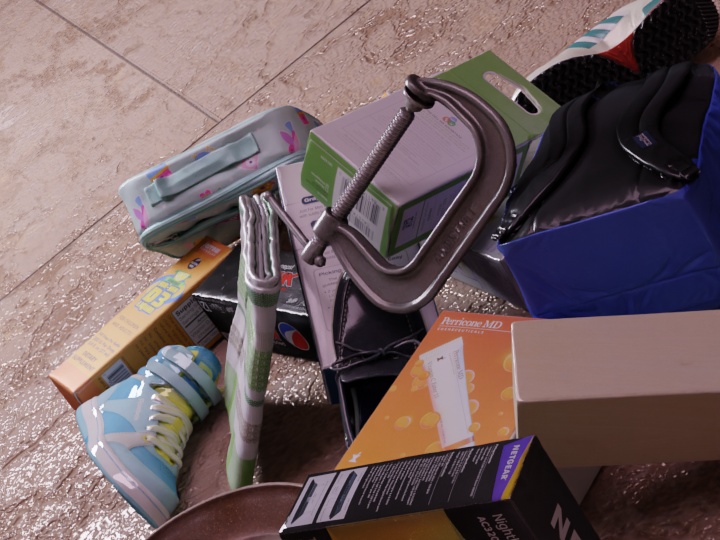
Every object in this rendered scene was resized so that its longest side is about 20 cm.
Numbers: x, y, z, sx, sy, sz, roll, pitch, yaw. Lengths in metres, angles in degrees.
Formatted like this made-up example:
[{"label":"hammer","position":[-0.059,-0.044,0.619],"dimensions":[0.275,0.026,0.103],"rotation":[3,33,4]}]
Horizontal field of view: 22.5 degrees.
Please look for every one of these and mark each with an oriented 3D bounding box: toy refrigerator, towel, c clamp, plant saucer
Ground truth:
[{"label":"toy refrigerator","position":[0.195,0.070,1.120],"dimensions":[0.199,0.076,0.070],"rotation":[-4,51,4]},{"label":"towel","position":[-0.091,0.057,1.431],"dimensions":[0.031,0.201,0.149],"rotation":[6,30,-7]},{"label":"c clamp","position":[0.022,-0.063,1.315],"dimensions":[0.200,0.027,0.171],"rotation":[-50,60,26]},{"label":"plant saucer","position":[-0.093,0.232,1.301],"dimensions":[0.200,0.037,0.201],"rotation":[-18,28,10]}]

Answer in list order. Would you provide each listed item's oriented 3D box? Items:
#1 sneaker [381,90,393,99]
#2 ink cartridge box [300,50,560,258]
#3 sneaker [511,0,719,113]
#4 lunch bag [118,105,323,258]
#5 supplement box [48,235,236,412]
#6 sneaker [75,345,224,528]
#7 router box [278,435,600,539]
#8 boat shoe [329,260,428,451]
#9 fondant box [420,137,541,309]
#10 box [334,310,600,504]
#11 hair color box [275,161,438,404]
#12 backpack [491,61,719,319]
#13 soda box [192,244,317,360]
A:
[{"label":"sneaker","position":[0.029,-0.107,1.600],"dimensions":[0.077,0.078,0.200],"rotation":[-52,-11,4]},{"label":"ink cartridge box","position":[0.062,-0.095,1.430],"dimensions":[0.200,0.059,0.104],"rotation":[-28,56,-34]},{"label":"sneaker","position":[0.222,-0.184,1.597],"dimensions":[0.199,0.070,0.093],"rotation":[-33,11,9]},{"label":"lunch bag","position":[-0.124,-0.079,1.710],"dimensions":[0.199,0.077,0.160],"rotation":[-27,-9,10]},{"label":"supplement box","position":[-0.184,0.059,1.654],"dimensions":[0.200,0.069,0.066],"rotation":[-41,31,-16]},{"label":"sneaker","position":[-0.163,0.127,1.516],"dimensions":[0.130,0.080,0.200],"rotation":[-39,29,-3]},{"label":"router box","position":[0.071,0.192,1.035],"dimensions":[0.157,0.200,0.052],"rotation":[-15,31,34]},{"label":"boat shoe","position":[0.016,0.077,1.324],"dimensions":[0.074,0.062,0.201],"rotation":[-5,65,2]},{"label":"fondant box","position":[0.124,-0.056,1.503],"dimensions":[0.144,0.058,0.200],"rotation":[-43,28,-13]},{"label":"box","position":[0.074,0.133,1.218],"dimensions":[0.124,0.098,0.200],"rotation":[3,46,41]},{"label":"hair color box","position":[0.000,0.000,1.443],"dimensions":[0.100,0.061,0.201],"rotation":[-13,56,-2]},{"label":"backpack","position":[0.197,-0.041,1.282],"dimensions":[0.162,0.168,0.200],"rotation":[-12,33,25]},{"label":"soda box","position":[-0.056,0.029,1.562],"dimensions":[0.071,0.063,0.200],"rotation":[-48,31,-23]}]
